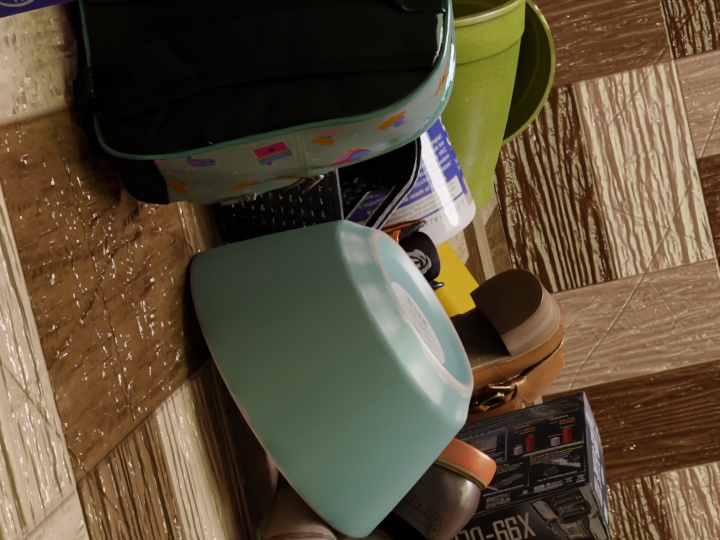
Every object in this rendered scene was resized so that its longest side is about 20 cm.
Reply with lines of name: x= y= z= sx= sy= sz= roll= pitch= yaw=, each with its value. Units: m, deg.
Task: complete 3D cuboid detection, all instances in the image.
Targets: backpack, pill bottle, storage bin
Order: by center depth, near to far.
backpack: x=-0.045 y=-0.131 z=1.177 sx=0.153 sy=0.200 sz=0.176 roll=55 pitch=24 yaw=-70
storage bin: x=-0.034 y=-0.123 z=1.400 sx=0.135 sy=0.094 sz=0.200 roll=-52 pitch=141 yaw=-51
pill bottle: x=0.002 y=-0.113 z=1.712 sx=0.120 sy=0.120 sz=0.200 roll=-76 pitch=145 yaw=-72

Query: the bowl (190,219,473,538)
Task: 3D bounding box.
bowl: x=-0.005 y=0.049 z=1.322 sx=0.201 sy=0.105 sz=0.201 roll=54 pitch=12 yaw=-17

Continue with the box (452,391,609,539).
box: x=0.070 y=0.160 z=1.526 sx=0.158 sy=0.200 sz=0.050 roll=-80 pitch=152 yaw=-70

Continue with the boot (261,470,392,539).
boot: x=-0.019 y=0.214 z=1.326 sx=0.200 sy=0.070 sz=0.146 roll=61 pitch=20 yaw=-46

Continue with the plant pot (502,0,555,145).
plant pot: x=0.088 y=-0.246 z=2.345 sx=0.193 sy=0.200 sz=0.201 roll=-113 pitch=-174 yaw=-65

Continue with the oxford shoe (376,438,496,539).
oxford shoe: x=0.010 y=0.146 z=1.436 sx=0.200 sy=0.071 sz=0.073 roll=-12 pitch=-128 yaw=63

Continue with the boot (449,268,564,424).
boot: x=0.060 y=0.081 z=1.584 sx=0.155 sy=0.200 sz=0.074 roll=62 pitch=5 yaw=-65

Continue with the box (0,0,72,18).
box: x=-0.111 y=-0.232 z=0.948 sx=0.105 sy=0.184 sz=0.200 roll=-90 pitch=164 yaw=-50

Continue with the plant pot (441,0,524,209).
plant pot: x=0.047 y=-0.150 z=1.874 sx=0.200 sy=0.200 sz=0.193 roll=-84 pitch=171 yaw=-65

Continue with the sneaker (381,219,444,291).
sneaker: x=0.000 y=0.000 z=1.584 sx=0.200 sy=0.112 sz=0.078 roll=-70 pitch=146 yaw=-75

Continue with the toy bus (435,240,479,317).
toy bus: x=0.050 y=0.018 z=1.861 sx=0.200 sy=0.078 sz=0.065 roll=52 pitch=39 yaw=-42
